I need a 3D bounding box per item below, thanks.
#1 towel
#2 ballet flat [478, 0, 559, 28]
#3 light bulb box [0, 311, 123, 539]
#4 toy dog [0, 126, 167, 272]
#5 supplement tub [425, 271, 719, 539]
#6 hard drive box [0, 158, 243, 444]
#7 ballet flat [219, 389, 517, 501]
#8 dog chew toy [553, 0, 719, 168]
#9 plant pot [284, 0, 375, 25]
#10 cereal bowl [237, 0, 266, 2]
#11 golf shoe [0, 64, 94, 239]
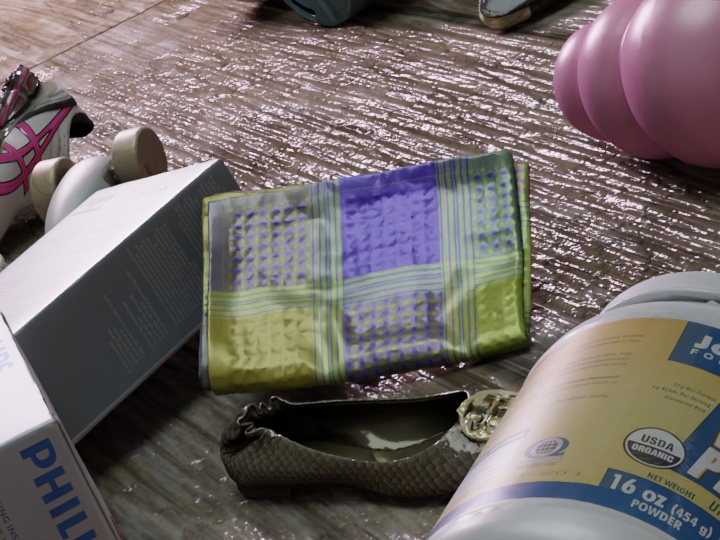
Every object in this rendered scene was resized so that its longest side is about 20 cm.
[{"bbox_3d":[0.000,0.000,1.209,0.199,0.023,0.144,-7,55,13],"label":"towel"},{"bbox_3d":[0.172,-0.254,1.746,0.066,0.057,0.200,31,57,31],"label":"ballet flat"},{"bbox_3d":[-0.233,0.140,1.070,0.199,0.125,0.198,-27,21,-10],"label":"light bulb box"},{"bbox_3d":[-0.190,-0.008,1.470,0.131,0.097,0.200,0,45,39],"label":"toy dog"},{"bbox_3d":[0.109,0.102,0.793,0.144,0.145,0.200,-9,25,31],"label":"supplement tub"},{"bbox_3d":[-0.172,0.025,1.293,0.200,0.077,0.155,-43,19,-32],"label":"hard drive box"},{"bbox_3d":[0.008,0.084,1.074,0.199,0.047,0.067,-6,27,36],"label":"ballet flat"},{"bbox_3d":[0.193,-0.123,1.299,0.124,0.125,0.200,-33,15,-26],"label":"dog chew toy"},{"bbox_3d":[0.005,-0.339,1.919,0.196,0.201,0.200,-41,27,-24],"label":"plant pot"},{"bbox_3d":[-0.079,-0.351,2.034,0.083,0.201,0.200,26,46,28],"label":"cereal bowl"},{"bbox_3d":[-0.275,-0.078,1.703,0.073,0.092,0.201,-43,24,47],"label":"golf shoe"}]
